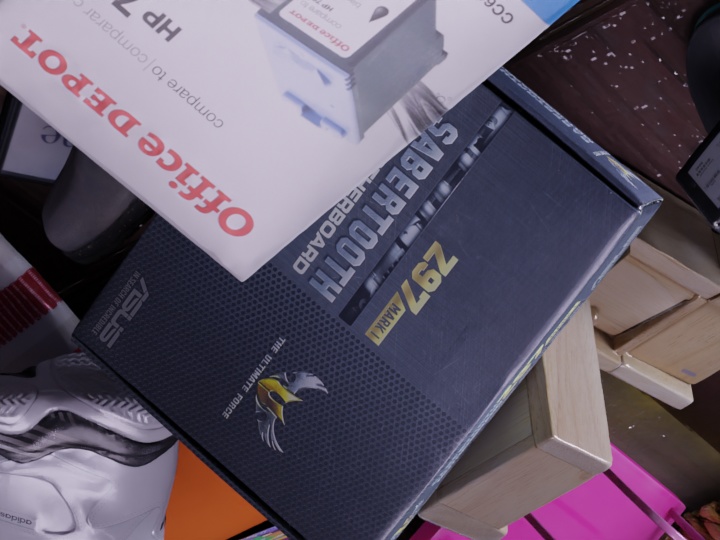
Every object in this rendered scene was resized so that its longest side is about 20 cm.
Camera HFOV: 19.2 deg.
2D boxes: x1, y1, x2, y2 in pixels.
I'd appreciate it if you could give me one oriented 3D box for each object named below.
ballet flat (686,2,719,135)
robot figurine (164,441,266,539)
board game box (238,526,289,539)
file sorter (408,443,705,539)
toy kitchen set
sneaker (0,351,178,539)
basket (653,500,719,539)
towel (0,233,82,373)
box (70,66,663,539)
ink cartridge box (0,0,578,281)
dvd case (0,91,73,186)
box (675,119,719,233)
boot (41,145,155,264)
[{"bbox_3d":[0.203,-0.039,0.964,0.073,0.073,0.200,-18,138,18],"label":"ballet flat"},{"bbox_3d":[-0.084,0.077,1.051,0.200,0.117,0.144,-28,175,27],"label":"robot figurine"},{"bbox_3d":[-0.048,0.173,1.156,0.158,0.039,0.200,-13,165,-34],"label":"board game box"},{"bbox_3d":[0.101,0.199,1.139,0.200,0.125,0.139,-49,130,4],"label":"file sorter"},{"bbox_3d":[0.088,0.068,0.997,0.200,0.181,0.163,27,134,-35],"label":"toy kitchen set"},{"bbox_3d":[-0.173,0.098,0.940,0.199,0.075,0.115,0,107,1],"label":"sneaker"},{"bbox_3d":[0.282,0.213,1.219,0.149,0.143,0.200,-29,134,27],"label":"basket"},{"bbox_3d":[-0.200,0.034,0.989,0.144,0.023,0.200,-34,102,31],"label":"towel"},{"bbox_3d":[0.000,0.000,0.860,0.158,0.051,0.200,41,106,10],"label":"box"},{"bbox_3d":[-0.023,-0.115,0.747,0.200,0.086,0.146,-40,116,22],"label":"ink cartridge box"},{"bbox_3d":[-0.071,-0.097,0.914,0.142,0.018,0.200,10,139,-16],"label":"dvd case"},{"bbox_3d":[0.252,-0.073,0.888,0.161,0.049,0.200,27,109,-32],"label":"box"},{"bbox_3d":[-0.117,-0.099,0.853,0.131,0.070,0.200,22,124,-23],"label":"boot"}]
